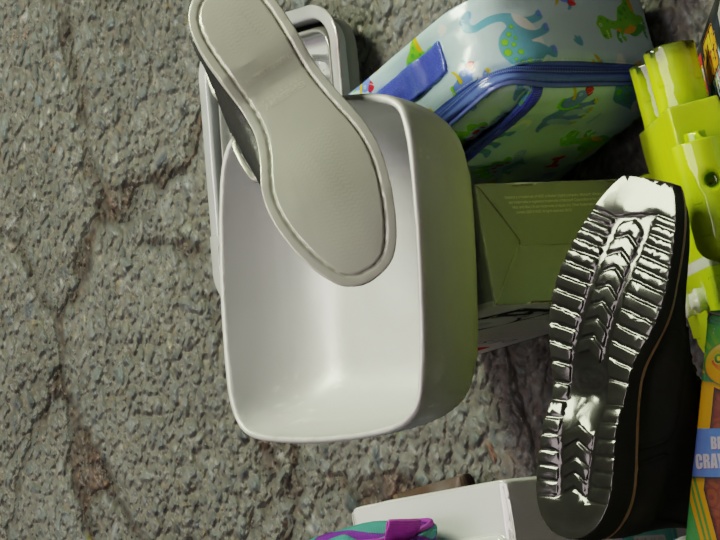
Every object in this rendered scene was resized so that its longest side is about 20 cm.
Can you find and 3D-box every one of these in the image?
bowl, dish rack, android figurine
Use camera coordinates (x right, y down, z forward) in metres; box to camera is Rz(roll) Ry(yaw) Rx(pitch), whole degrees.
[{"bbox_3d":[0.000,0.000,1.654,0.199,0.074,0.201,-8,84,52],"label":"bowl"},{"bbox_3d":[-0.047,-0.079,1.987,0.171,0.043,0.201,-11,83,52],"label":"dish rack"},{"bbox_3d":[0.197,-0.029,1.621,0.182,0.041,0.201,133,124,-86],"label":"android figurine"}]

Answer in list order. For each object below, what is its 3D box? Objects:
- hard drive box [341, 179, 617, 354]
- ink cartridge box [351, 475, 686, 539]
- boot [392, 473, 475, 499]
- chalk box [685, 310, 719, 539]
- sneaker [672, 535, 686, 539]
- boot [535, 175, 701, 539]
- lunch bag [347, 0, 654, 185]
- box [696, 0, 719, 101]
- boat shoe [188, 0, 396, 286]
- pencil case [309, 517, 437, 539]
[{"bbox_3d":[0.073,0.002,1.747,0.200,0.155,0.077,-19,77,51],"label":"hard drive box"},{"bbox_3d":[0.122,0.195,1.656,0.146,0.199,0.147,-16,79,51],"label":"ink cartridge box"},{"bbox_3d":[0.053,0.256,1.861,0.187,0.064,0.201,-50,53,36],"label":"boot"},{"bbox_3d":[0.267,0.083,1.526,0.125,0.124,0.201,11,100,49],"label":"chalk box"},{"bbox_3d":[0.240,0.232,1.587,0.072,0.072,0.200,-38,84,44],"label":"sneaker"},{"bbox_3d":[0.173,0.052,1.566,0.077,0.138,0.201,20,98,44],"label":"boot"},{"bbox_3d":[0.077,-0.099,1.733,0.200,0.160,0.083,-37,62,45],"label":"lunch bag"},{"bbox_3d":[0.228,-0.087,1.550,0.200,0.040,0.138,87,172,-76],"label":"box"},{"bbox_3d":[-0.038,-0.074,1.598,0.200,0.074,0.060,58,174,16],"label":"boat shoe"},{"bbox_3d":[0.017,0.241,1.564,0.092,0.085,0.201,160,103,-67],"label":"pencil case"}]
